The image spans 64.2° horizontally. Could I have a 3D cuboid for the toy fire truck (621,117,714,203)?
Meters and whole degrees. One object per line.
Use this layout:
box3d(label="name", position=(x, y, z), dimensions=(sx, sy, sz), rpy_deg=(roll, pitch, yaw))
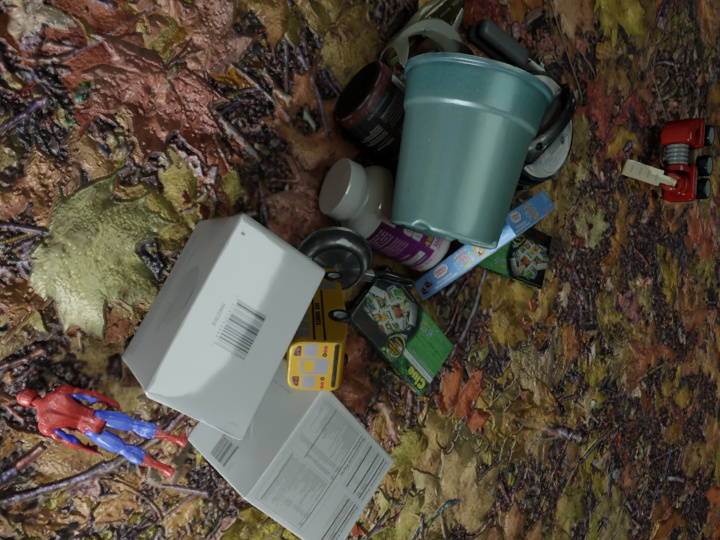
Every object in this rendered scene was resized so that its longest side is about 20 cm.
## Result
box3d(label="toy fire truck", position=(0.682, -0.247, 1.271), dimensions=(0.196, 0.126, 0.183), rpy_deg=(2, 93, -43))

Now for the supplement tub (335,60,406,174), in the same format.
box3d(label="supplement tub", position=(0.062, -0.207, 0.862), dimensions=(0.198, 0.106, 0.109), rpy_deg=(36, 75, -30))

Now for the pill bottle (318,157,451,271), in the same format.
box3d(label="pill bottle", position=(0.039, -0.084, 0.851), dimensions=(0.196, 0.111, 0.116), rpy_deg=(23, 82, -32))

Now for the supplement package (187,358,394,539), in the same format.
box3d(label="supplement package", position=(-0.085, 0.234, 0.748), dimensions=(0.152, 0.150, 0.202), rpy_deg=(-51, 132, -18))

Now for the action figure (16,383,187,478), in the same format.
box3d(label="action figure", position=(-0.308, 0.187, 0.684), dimensions=(0.197, 0.051, 0.067), rpy_deg=(33, 71, -26))

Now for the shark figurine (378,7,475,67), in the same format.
box3d(label="shark figurine", position=(0.125, -0.332, 0.853), dimensions=(0.212, 0.089, 0.131), rpy_deg=(-1, 124, -55))

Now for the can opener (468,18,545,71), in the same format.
box3d(label="can opener", position=(0.269, -0.368, 1.015), dimensions=(0.197, 0.052, 0.068), rpy_deg=(27, 80, -31))

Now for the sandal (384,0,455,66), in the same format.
box3d(label="sandal", position=(0.099, -0.401, 0.898), dimensions=(0.054, 0.081, 0.200), rpy_deg=(43, 76, 11))

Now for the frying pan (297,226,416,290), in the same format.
box3d(label="frying pan", position=(-0.013, 0.009, 0.840), dimensions=(0.114, 0.031, 0.189), rpy_deg=(-36, 125, 22))

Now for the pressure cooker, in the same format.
box3d(label="pressure cooker", position=(0.244, -0.222, 0.924), dimensions=(0.174, 0.198, 0.183), rpy_deg=(4, 91, -33))

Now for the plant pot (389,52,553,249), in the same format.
box3d(label="plant pot", position=(0.128, -0.142, 0.741), dimensions=(0.195, 0.198, 0.203), rpy_deg=(13, 92, -32))

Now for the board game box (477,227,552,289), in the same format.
box3d(label="board game box", position=(0.280, -0.040, 1.066), dimensions=(0.196, 0.023, 0.108), rpy_deg=(18, 86, -33))

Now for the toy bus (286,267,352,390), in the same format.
box3d(label="toy bus", position=(-0.054, 0.065, 0.721), dimensions=(0.075, 0.201, 0.067), rpy_deg=(2, 115, -9))

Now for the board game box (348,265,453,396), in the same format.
box3d(label="board game box", position=(0.067, 0.100, 0.928), dimensions=(0.106, 0.023, 0.201), rpy_deg=(-51, 117, -21))

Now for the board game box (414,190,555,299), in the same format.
box3d(label="board game box", position=(0.189, -0.037, 0.885), dimensions=(0.150, 0.199, 0.037), rpy_deg=(-29, 81, -46))

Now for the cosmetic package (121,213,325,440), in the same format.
box3d(label="cosmetic package", position=(-0.167, 0.055, 0.674), dimensions=(0.122, 0.198, 0.204), rpy_deg=(33, 77, -28))
